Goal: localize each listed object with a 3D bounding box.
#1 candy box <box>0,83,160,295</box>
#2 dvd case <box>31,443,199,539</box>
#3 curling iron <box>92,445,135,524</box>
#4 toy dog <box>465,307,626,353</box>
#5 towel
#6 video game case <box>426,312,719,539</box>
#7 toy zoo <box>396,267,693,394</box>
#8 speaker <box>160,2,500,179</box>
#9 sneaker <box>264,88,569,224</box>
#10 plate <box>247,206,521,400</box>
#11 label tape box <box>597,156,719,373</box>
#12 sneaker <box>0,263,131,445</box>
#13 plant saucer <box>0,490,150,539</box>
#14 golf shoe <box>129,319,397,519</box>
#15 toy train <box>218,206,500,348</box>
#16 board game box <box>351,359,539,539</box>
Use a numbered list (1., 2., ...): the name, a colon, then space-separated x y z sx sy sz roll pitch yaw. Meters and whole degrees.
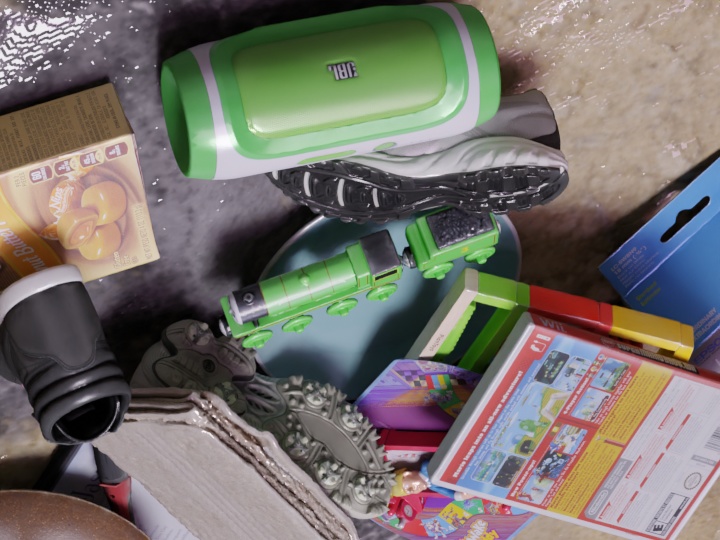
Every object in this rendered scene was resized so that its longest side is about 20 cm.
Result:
1. candy box: -0.232 -0.032 1.614 0.199 0.055 0.116 -18 138 -9
2. dvd case: -0.138 0.159 1.875 0.199 0.018 0.143 13 126 -34
3. curling iron: -0.180 0.149 1.811 0.049 0.026 0.200 -9 134 -13
4. toy dog: 0.145 0.113 1.902 0.199 0.096 0.132 -12 136 -13
5. towel: -0.100 0.135 1.749 0.132 0.035 0.200 2 147 38
6. video game case: 0.163 0.112 1.779 0.199 0.017 0.143 17 119 -25
7. toy zoo: 0.140 0.064 1.795 0.199 0.021 0.131 14 142 -14
8. speaker: -0.018 -0.112 1.608 0.199 0.089 0.089 -12 136 -14
9. sneaker: 0.033 -0.080 1.687 0.199 0.080 0.074 -2 153 -2
10. plate: 0.014 0.010 1.793 0.199 0.026 0.201 -14 137 -13
11. label tape box: 0.278 0.018 1.876 0.144 0.063 0.200 -43 137 2
12. sneaker: -0.194 0.071 1.654 0.070 0.100 0.200 -18 168 -15
13. plant saucer: -0.230 0.237 1.840 0.200 0.037 0.201 1 132 1
14. golf shoe: -0.070 0.112 1.794 0.200 0.078 0.097 36 140 -12
15. toy train: 0.000 0.000 1.717 0.199 0.042 0.056 -21 164 -5
16. board game box: 0.055 0.148 1.832 0.158 0.039 0.200 32 138 -9
